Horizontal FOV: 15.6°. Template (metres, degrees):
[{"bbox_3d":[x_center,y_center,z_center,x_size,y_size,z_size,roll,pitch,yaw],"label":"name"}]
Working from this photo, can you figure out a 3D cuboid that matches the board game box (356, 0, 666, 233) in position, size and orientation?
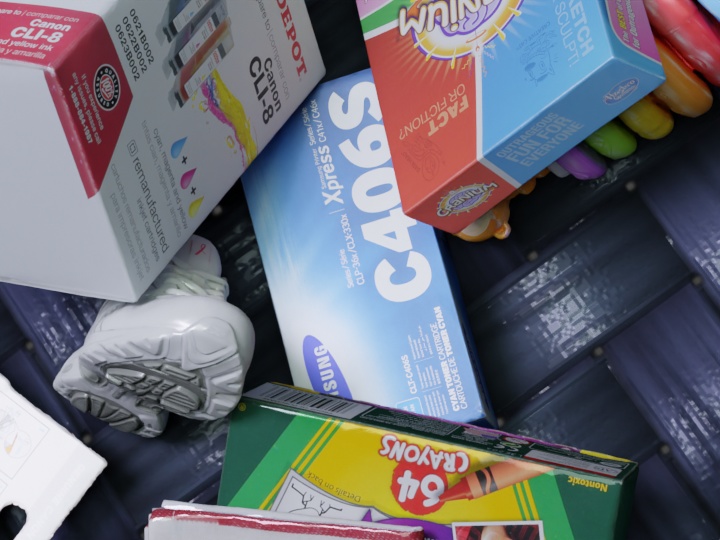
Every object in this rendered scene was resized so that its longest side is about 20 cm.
[{"bbox_3d":[0.067,-0.143,1.341,0.153,0.040,0.200,-37,51,35],"label":"board game box"}]

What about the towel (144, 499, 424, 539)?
[{"bbox_3d":[-0.040,0.218,1.294,0.144,0.023,0.201,4,100,15],"label":"towel"}]

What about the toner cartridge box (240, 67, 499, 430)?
[{"bbox_3d":[0.000,0.000,1.384,0.095,0.043,0.201,-18,75,9],"label":"toner cartridge box"}]

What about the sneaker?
[{"bbox_3d":[-0.098,0.022,1.330,0.078,0.200,0.100,28,73,-17],"label":"sneaker"}]

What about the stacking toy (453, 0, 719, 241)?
[{"bbox_3d":[0.116,-0.090,1.363,0.200,0.110,0.116,-44,73,11],"label":"stacking toy"}]

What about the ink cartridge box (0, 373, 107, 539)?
[{"bbox_3d":[-0.254,0.108,1.413,0.200,0.050,0.161,36,86,12],"label":"ink cartridge box"}]

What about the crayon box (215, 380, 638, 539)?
[{"bbox_3d":[0.024,0.161,1.309,0.199,0.058,0.173,11,99,14],"label":"crayon box"}]

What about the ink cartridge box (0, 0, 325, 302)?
[{"bbox_3d":[-0.137,-0.107,1.326,0.144,0.146,0.200,8,43,30],"label":"ink cartridge box"}]
